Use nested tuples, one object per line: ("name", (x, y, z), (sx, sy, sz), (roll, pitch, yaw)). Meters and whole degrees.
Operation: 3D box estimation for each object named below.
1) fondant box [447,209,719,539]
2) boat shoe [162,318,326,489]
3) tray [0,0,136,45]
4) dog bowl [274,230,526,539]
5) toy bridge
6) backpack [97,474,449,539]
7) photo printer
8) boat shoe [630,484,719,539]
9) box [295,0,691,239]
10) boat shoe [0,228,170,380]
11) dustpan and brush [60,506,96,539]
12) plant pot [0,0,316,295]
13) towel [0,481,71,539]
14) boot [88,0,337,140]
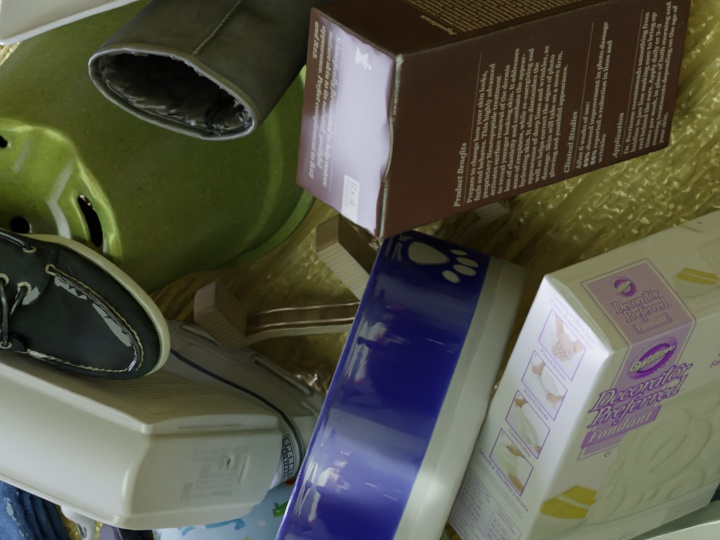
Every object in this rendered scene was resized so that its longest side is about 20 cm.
("fondant box", (0.137, 0.064, 1.464), (0.058, 0.144, 0.200), (52, 145, 29))
("boat shoe", (-0.094, 0.066, 1.695), (0.200, 0.065, 0.074), (31, 135, 35))
("tray", (-0.135, -0.211, 1.526), (0.107, 0.200, 0.022), (-15, 146, 31))
("dog bowl", (0.019, 0.080, 1.534), (0.079, 0.200, 0.200), (20, 123, 0))
("toy bridge", (0.000, 0.000, 1.621), (0.200, 0.027, 0.067), (-28, 126, 24))
("backpack", (-0.044, 0.187, 1.659), (0.200, 0.163, 0.154), (7, 125, -15))
("photo printer", (-0.164, 0.076, 1.574), (0.200, 0.166, 0.070), (20, 97, 24))
("boat shoe", (0.227, 0.138, 1.575), (0.200, 0.070, 0.072), (-12, 132, 26))
("box", (0.068, -0.094, 1.447), (0.075, 0.200, 0.100), (33, 128, 39))
("boat shoe", (-0.195, 0.009, 1.490), (0.199, 0.066, 0.075), (31, 125, 10))
("dustpan and brush", (-0.194, 0.078, 1.750), (0.139, 0.057, 0.200), (14, 115, 49))
("plant pot", (-0.144, -0.056, 1.585), (0.200, 0.184, 0.201), (11, 118, 21))
("towel", (-0.272, 0.183, 1.854), (0.200, 0.049, 0.112), (-10, 110, 31))
("boot", (-0.016, -0.138, 1.467), (0.181, 0.200, 0.073), (7, 124, 25))
